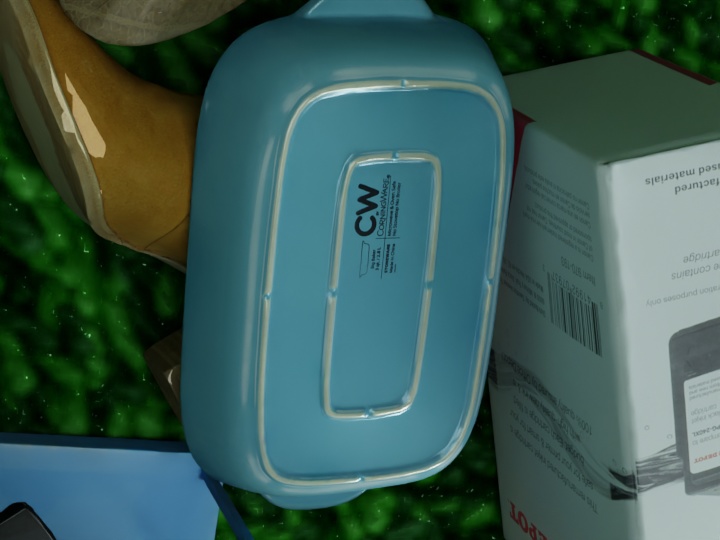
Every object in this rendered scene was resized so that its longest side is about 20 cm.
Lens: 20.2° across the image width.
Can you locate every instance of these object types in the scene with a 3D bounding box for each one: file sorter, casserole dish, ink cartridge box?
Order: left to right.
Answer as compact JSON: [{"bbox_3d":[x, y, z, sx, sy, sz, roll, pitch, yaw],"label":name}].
[{"bbox_3d":[-0.118,0.175,0.751,0.138,0.123,0.202,5,104,-19],"label":"file sorter"},{"bbox_3d":[0.000,0.000,0.721,0.120,0.039,0.202,-3,110,-26],"label":"casserole dish"},{"bbox_3d":[0.107,0.032,0.766,0.083,0.145,0.202,-12,109,-14],"label":"ink cartridge box"}]

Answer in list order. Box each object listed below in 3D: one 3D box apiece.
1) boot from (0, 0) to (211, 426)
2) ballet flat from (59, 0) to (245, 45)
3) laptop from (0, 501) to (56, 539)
[{"bbox_3d":[-0.039,-0.048,0.746,0.143,0.071,0.202,-31,116,-13],"label":"boot"},{"bbox_3d":[-0.016,-0.147,0.686,0.199,0.072,0.068,-33,90,-23],"label":"ballet flat"},{"bbox_3d":[-0.121,0.207,0.633,0.177,0.103,0.201,-33,131,-7],"label":"laptop"}]
